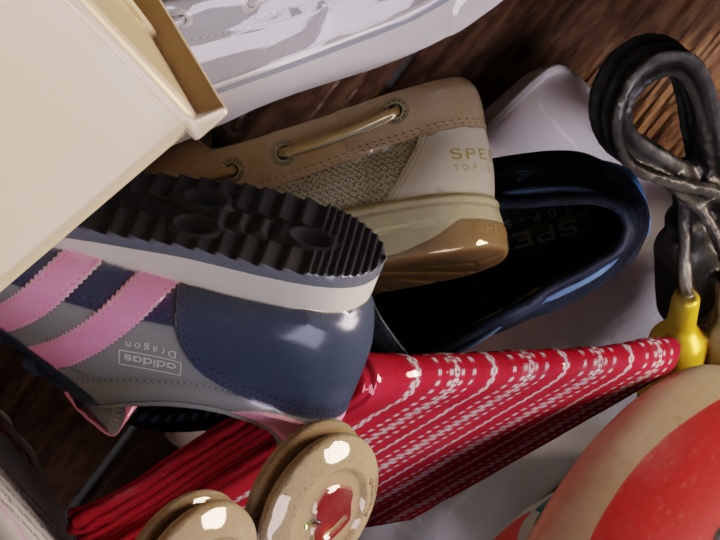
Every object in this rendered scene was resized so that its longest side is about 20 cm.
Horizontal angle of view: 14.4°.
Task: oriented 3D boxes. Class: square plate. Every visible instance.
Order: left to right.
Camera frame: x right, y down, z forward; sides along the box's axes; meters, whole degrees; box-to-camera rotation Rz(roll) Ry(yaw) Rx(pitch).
[{"bbox_3d":[0.046,0.023,1.095,0.198,0.028,0.200,-44,141,9],"label":"square plate"}]

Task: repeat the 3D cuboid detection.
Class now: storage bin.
[{"bbox_3d":[-0.158,-0.047,0.740,0.200,0.199,0.094,-41,124,6],"label":"storage bin"}]

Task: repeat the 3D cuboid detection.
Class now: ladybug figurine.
[{"bbox_3d":[0.117,0.113,1.028,0.200,0.072,0.136,-45,138,-40],"label":"ladybug figurine"}]

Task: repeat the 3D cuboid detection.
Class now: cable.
[{"bbox_3d":[0.137,-0.016,1.058,0.097,0.050,0.200,-30,144,-13],"label":"cable"}]

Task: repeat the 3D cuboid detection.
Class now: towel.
[{"bbox_3d":[0.008,0.059,0.991,0.144,0.023,0.200,-32,163,32],"label":"towel"}]

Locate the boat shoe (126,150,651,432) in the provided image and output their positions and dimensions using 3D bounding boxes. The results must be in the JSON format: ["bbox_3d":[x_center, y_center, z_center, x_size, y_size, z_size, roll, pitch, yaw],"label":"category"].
[{"bbox_3d":[0.000,0.000,0.974,0.200,0.084,0.069,-25,-175,3],"label":"boat shoe"}]

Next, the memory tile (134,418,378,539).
[{"bbox_3d":[-0.052,0.151,0.847,0.153,0.017,0.200,-27,132,-40],"label":"memory tile"}]

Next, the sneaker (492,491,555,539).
[{"bbox_3d":[0.100,0.118,1.194,0.093,0.070,0.200,-28,171,28],"label":"sneaker"}]

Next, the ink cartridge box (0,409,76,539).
[{"bbox_3d":[-0.136,0.112,0.912,0.084,0.200,0.145,-32,142,1],"label":"ink cartridge box"}]

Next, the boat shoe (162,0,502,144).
[{"bbox_3d":[-0.024,-0.103,0.888,0.200,0.072,0.069,-21,140,-4],"label":"boat shoe"}]

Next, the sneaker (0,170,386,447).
[{"bbox_3d":[-0.095,0.009,0.859,0.070,0.199,0.082,-54,156,-62],"label":"sneaker"}]

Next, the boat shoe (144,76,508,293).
[{"bbox_3d":[-0.052,-0.018,0.921,0.199,0.065,0.072,-10,172,19],"label":"boat shoe"}]
